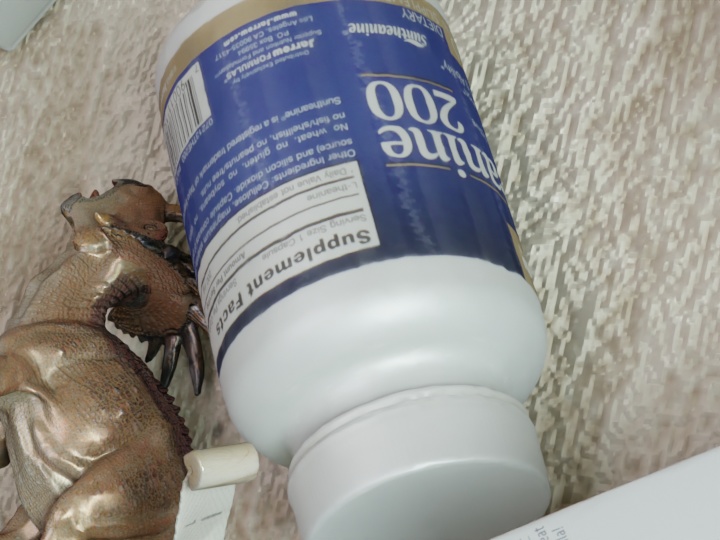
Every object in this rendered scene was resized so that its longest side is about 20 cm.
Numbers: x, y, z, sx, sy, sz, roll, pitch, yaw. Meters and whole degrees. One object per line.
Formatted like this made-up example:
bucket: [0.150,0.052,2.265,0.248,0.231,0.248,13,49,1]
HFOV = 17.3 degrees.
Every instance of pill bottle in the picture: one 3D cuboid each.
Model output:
pill bottle: [0.000,0.000,0.810,0.111,0.111,0.200,-35,53,29]

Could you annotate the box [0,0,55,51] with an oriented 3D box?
box: [-0.171,-0.245,1.052,0.200,0.131,0.199,-45,49,22]

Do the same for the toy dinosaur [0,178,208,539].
toy dinosaur: [-0.097,0.061,0.905,0.086,0.135,0.200,155,101,-68]

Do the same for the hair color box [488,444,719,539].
hair color box: [0.142,0.091,0.617,0.200,0.064,0.111,-24,55,3]

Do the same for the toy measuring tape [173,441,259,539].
toy measuring tape: [-0.053,0.150,0.801,0.074,0.074,0.200,56,142,40]
